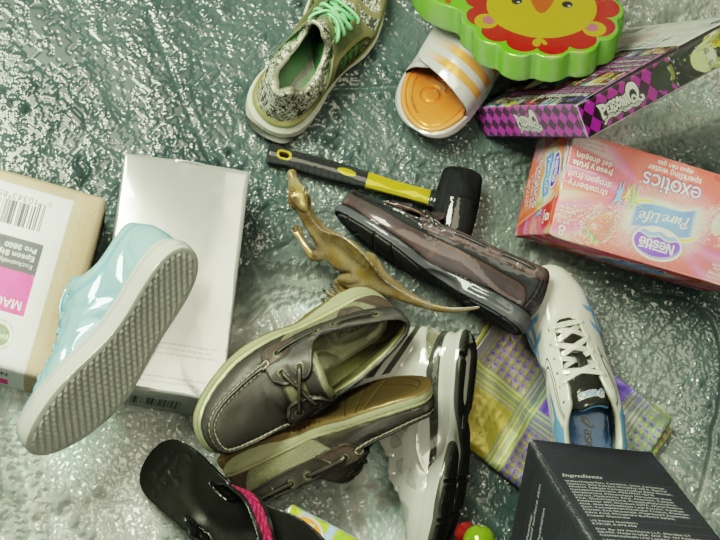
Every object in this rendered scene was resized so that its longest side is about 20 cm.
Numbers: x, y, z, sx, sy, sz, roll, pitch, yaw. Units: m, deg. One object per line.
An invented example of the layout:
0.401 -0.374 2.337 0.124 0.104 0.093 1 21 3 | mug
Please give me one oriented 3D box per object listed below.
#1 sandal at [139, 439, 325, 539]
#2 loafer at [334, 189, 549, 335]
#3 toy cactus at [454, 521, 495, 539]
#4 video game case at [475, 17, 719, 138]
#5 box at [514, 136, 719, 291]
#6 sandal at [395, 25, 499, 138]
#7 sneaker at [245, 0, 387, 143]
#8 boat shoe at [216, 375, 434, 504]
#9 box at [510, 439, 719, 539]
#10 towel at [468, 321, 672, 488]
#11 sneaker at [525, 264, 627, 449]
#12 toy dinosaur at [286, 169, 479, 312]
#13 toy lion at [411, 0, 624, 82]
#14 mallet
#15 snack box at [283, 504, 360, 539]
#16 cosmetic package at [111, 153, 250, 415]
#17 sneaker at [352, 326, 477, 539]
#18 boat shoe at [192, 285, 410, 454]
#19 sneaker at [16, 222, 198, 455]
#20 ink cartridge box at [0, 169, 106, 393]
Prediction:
-0.106 0.205 1.225 0.199 0.045 0.076 32 82 23 | sandal
0.073 -0.019 1.329 0.199 0.072 0.063 32 79 9 | loafer
0.091 0.295 1.186 0.101 0.165 0.202 23 72 -19 | toy cactus
0.218 -0.170 1.345 0.180 0.200 0.036 -28 104 -17 | video game case
0.251 -0.050 1.355 0.197 0.103 0.096 15 87 -13 | box
0.102 -0.213 1.396 0.079 0.059 0.207 31 68 18 | sandal
-0.029 -0.209 1.360 0.076 0.089 0.202 30 72 -2 | sneaker
-0.022 0.144 1.260 0.198 0.073 0.065 -21 100 22 | boat shoe
0.191 0.266 1.192 0.116 0.200 0.200 5 107 -11 | box
0.169 0.128 1.352 0.199 0.023 0.144 40 71 0 | towel
0.190 0.089 1.317 0.071 0.073 0.203 -10 78 -12 | sneaker
0.000 0.000 1.307 0.199 0.101 0.058 38 73 1 | toy dinosaur
0.136 -0.241 1.352 0.197 0.069 0.193 10 47 10 | toy lion
0.015 -0.088 1.370 0.198 0.041 0.067 22 72 -1 | mallet
-0.043 0.316 1.246 0.141 0.053 0.202 28 72 -5 | snack box
-0.160 0.012 1.284 0.111 0.081 0.203 10 73 -9 | cosmetic package
0.033 0.146 1.307 0.114 0.076 0.204 6 89 20 | sneaker
-0.045 0.081 1.233 0.200 0.066 0.072 -34 115 -23 | boat shoe
-0.211 0.050 1.201 0.082 0.074 0.201 31 79 37 | sneaker
-0.325 -0.001 1.257 0.197 0.075 0.167 15 73 -8 | ink cartridge box
